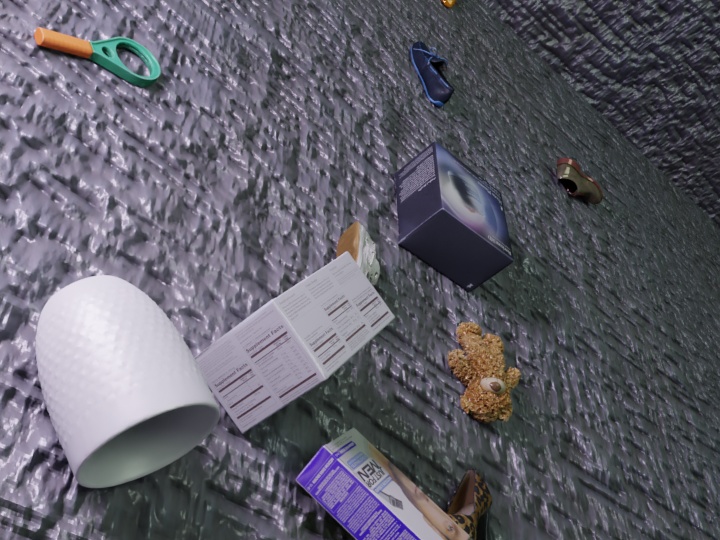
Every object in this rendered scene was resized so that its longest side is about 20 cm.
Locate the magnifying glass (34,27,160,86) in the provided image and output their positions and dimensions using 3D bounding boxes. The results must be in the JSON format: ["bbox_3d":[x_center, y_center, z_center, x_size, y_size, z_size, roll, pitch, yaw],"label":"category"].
[{"bbox_3d":[-0.368,-0.309,1.236,0.200,0.022,0.080,1,58,-52],"label":"magnifying glass"}]

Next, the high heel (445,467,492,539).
[{"bbox_3d":[0.126,0.317,1.193,0.200,0.071,0.143,44,34,-46],"label":"high heel"}]

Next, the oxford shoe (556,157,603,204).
[{"bbox_3d":[0.606,-0.231,2.434,0.200,0.070,0.075,34,62,-30],"label":"oxford shoe"}]

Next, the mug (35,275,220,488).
[{"bbox_3d":[-0.237,0.108,0.887,0.176,0.147,0.200,58,0,23],"label":"mug"}]

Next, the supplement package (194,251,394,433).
[{"bbox_3d":[-0.080,0.085,1.084,0.111,0.156,0.200,55,31,1],"label":"supplement package"}]

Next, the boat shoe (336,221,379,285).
[{"bbox_3d":[0.000,0.000,1.360,0.069,0.071,0.200,38,32,-19],"label":"boat shoe"}]

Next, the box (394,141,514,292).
[{"bbox_3d":[0.176,-0.101,1.653,0.200,0.123,0.199,32,38,-30],"label":"box"}]

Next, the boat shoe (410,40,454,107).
[{"bbox_3d":[0.184,-0.482,2.103,0.084,0.069,0.200,11,50,-48],"label":"boat shoe"}]

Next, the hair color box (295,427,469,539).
[{"bbox_3d":[0.029,0.286,1.044,0.200,0.065,0.109,43,14,12],"label":"hair color box"}]

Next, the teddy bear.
[{"bbox_3d":[0.214,0.165,1.482,0.145,0.067,0.200,44,31,-9],"label":"teddy bear"}]

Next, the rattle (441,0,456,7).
[{"bbox_3d":[0.286,-0.896,2.535,0.130,0.200,0.143,33,36,-29],"label":"rattle"}]
